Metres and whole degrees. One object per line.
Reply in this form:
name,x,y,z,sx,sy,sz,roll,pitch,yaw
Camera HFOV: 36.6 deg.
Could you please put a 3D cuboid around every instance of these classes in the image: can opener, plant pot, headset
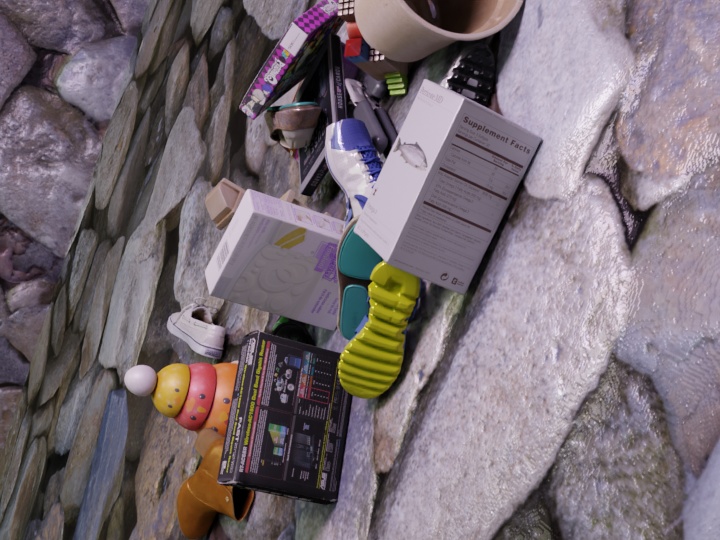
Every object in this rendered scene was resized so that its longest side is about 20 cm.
can opener,0.020,-0.232,1.573,0.067,0.052,0.201,-55,31,30
plant pot,0.082,-0.359,1.384,0.183,0.198,0.203,157,126,-67
headset,-0.131,0.132,1.608,0.124,0.093,0.201,-60,17,26

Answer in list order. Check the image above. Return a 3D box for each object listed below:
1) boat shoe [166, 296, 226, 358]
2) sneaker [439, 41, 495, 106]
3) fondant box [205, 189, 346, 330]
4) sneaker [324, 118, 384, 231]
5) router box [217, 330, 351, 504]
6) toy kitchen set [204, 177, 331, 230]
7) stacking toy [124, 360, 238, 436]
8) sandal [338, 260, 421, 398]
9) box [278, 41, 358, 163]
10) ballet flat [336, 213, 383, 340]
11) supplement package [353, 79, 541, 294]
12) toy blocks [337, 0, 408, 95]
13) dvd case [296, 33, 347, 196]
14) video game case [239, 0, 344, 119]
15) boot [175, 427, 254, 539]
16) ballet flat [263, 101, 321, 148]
boat shoe,-0.294,0.090,1.984,0.202,0.074,0.087,27,99,62
sneaker,0.103,-0.193,1.366,0.090,0.066,0.202,40,113,60
fondant box,-0.094,-0.011,1.498,0.145,0.198,0.058,-59,31,26
sneaker,0.027,-0.108,1.440,0.115,0.080,0.202,-17,82,48
router box,-0.095,0.195,1.433,0.062,0.148,0.203,-22,55,58
toy kitchen set,-0.181,-0.024,1.679,0.200,0.162,0.182,-34,31,53
stacking toy,-0.288,0.200,1.759,0.146,0.198,0.148,-41,40,48
sandal,0.032,0.069,1.361,0.087,0.079,0.202,-56,-11,-68
box,-0.069,-0.282,1.797,0.202,0.039,0.137,-67,27,12
ballet flat,0.000,0.000,1.409,0.063,0.067,0.202,-74,-4,-57
supplement package,0.097,-0.098,1.256,0.202,0.116,0.117,-65,26,10
toy blocks,0.019,-0.362,1.523,0.099,0.136,0.203,-1,80,29
dvd case,-0.061,-0.238,1.672,0.151,0.024,0.202,128,145,-50
video game case,-0.091,-0.339,1.676,0.182,0.036,0.200,-50,0,39
boot,-0.223,0.358,1.691,0.144,0.070,0.204,31,115,51
ballet flat,-0.100,-0.221,1.663,0.200,0.067,0.068,-156,61,-74
